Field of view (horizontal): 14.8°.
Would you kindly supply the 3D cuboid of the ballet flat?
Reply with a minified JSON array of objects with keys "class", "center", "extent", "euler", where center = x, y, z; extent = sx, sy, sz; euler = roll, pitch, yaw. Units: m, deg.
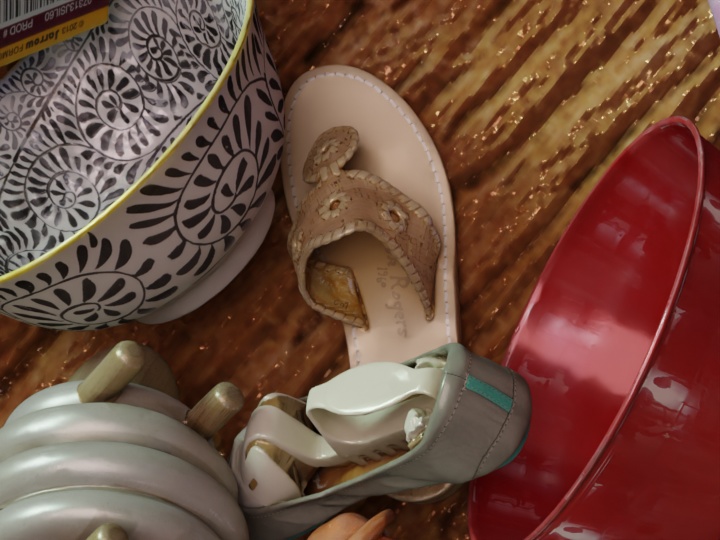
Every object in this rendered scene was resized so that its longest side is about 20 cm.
[{"class":"ballet flat","center":[-0.012,0.071,1.200],"extent":[0.199,0.064,0.068],"euler":[-20,49,42]}]

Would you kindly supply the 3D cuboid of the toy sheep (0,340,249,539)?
[{"class":"toy sheep","center":[-0.109,0.117,1.188],"extent":[0.137,0.138,0.201],"euler":[-4,50,13]}]

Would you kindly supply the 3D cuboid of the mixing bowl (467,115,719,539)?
[{"class":"mixing bowl","center":[0.137,0.049,1.161],"extent":[0.108,0.200,0.201],"euler":[25,87,-11]}]

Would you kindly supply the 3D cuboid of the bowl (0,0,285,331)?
[{"class":"bowl","center":[-0.100,-0.039,1.251],"extent":[0.200,0.094,0.201],"euler":[-30,32,21]}]

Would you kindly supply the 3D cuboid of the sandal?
[{"class":"sandal","center":[0.005,-0.002,1.247],"extent":[0.077,0.070,0.213],"euler":[-15,78,11]}]

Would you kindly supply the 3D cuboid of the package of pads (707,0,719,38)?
[{"class":"package of pads","center":[0.180,-0.143,1.201],"extent":[0.075,0.120,0.201],"euler":[-21,77,10]}]

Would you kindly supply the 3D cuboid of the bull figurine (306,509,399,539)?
[{"class":"bull figurine","center":[-0.034,0.189,1.196],"extent":[0.065,0.121,0.200],"euler":[41,98,19]}]

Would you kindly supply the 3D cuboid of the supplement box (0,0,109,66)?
[{"class":"supplement box","center":[-0.223,-0.164,1.271],"extent":[0.199,0.110,0.086],"euler":[22,122,31]}]
